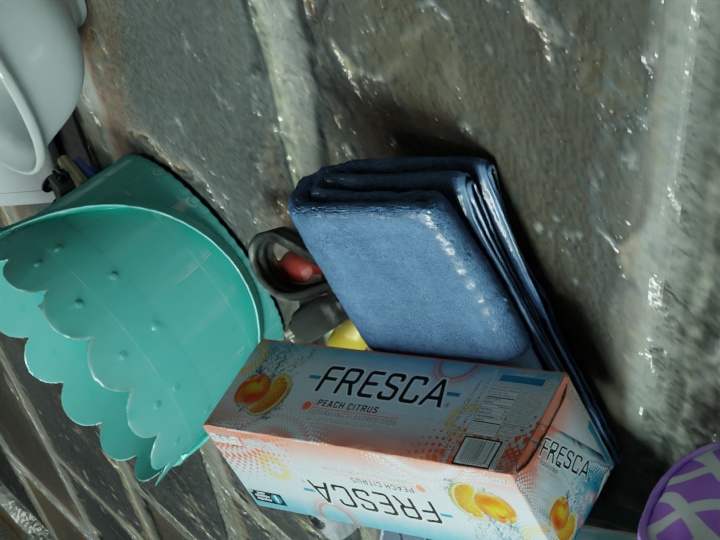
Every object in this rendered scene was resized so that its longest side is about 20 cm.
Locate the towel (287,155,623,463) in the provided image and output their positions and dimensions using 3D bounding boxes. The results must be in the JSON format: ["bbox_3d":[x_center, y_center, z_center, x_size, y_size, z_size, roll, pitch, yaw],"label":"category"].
[{"bbox_3d":[0.048,0.028,0.844,0.111,0.049,0.201,3,136,40],"label":"towel"}]

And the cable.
[{"bbox_3d":[0.000,0.000,0.964,0.098,0.050,0.200,58,148,-4],"label":"cable"}]

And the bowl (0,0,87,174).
[{"bbox_3d":[-0.232,-0.165,1.052,0.201,0.090,0.202,41,159,20],"label":"bowl"}]

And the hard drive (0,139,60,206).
[{"bbox_3d":[-0.301,-0.111,1.271,0.201,0.130,0.027,85,-179,-59],"label":"hard drive"}]

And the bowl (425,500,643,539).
[{"bbox_3d":[0.103,0.173,0.866,0.198,0.106,0.201,10,-179,0],"label":"bowl"}]

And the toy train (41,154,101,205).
[{"bbox_3d":[-0.201,-0.027,1.312,0.034,0.046,0.201,48,165,26],"label":"toy train"}]

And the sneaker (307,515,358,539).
[{"bbox_3d":[-0.049,0.109,1.188,0.115,0.075,0.201,36,160,24],"label":"sneaker"}]

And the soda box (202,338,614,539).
[{"bbox_3d":[0.021,0.085,0.839,0.198,0.064,0.069,5,138,40],"label":"soda box"}]

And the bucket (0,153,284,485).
[{"bbox_3d":[-0.158,0.029,1.186,0.207,0.135,0.208,42,160,18],"label":"bucket"}]

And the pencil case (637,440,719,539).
[{"bbox_3d":[0.198,0.165,0.766,0.085,0.084,0.201,-7,126,39],"label":"pencil case"}]

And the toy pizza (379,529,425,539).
[{"bbox_3d":[0.050,0.212,1.089,0.200,0.031,0.203,-176,90,-74],"label":"toy pizza"}]
